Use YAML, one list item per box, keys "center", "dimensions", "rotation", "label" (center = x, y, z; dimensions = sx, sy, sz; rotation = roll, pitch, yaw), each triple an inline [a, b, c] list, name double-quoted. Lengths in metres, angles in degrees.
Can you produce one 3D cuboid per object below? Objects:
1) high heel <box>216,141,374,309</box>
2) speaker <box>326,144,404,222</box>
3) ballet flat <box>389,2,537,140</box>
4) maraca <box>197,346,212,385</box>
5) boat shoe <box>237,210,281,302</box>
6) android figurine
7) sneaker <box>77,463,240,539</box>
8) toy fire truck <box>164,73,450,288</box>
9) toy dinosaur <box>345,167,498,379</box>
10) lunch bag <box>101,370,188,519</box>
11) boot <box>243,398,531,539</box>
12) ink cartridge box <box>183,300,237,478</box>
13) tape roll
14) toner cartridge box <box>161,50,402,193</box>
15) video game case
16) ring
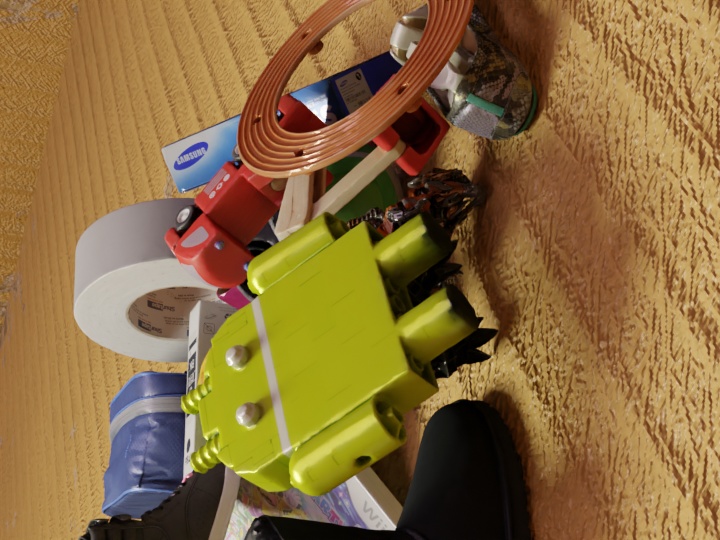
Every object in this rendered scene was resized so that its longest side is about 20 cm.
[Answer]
- center: [-0.052, -0.048, 1.149]
  dimensions: [0.067, 0.096, 0.200]
  rotation: [-127, 49, -62]
  label: "high heel"
- center: [0.000, 0.000, 1.013]
  dimensions: [0.088, 0.088, 0.200]
  rotation: [120, 150, -43]
  label: "speaker"
- center: [0.059, -0.152, 0.948]
  dimensions: [0.200, 0.072, 0.072]
  rotation: [-119, 43, -59]
  label: "ballet flat"
- center: [-0.060, 0.107, 1.105]
  dimensions: [0.200, 0.107, 0.137]
  rotation: [27, 94, 47]
  label: "maraca"
- center: [-0.083, -0.019, 1.106]
  dimensions: [0.073, 0.063, 0.200]
  rotation: [-55, 50, 14]
  label: "boat shoe"
- center: [-0.026, 0.050, 0.809]
  dimensions: [0.200, 0.041, 0.182]
  rotation: [-33, 45, 19]
  label: "android figurine"
- center: [-0.150, 0.186, 1.004]
  dimensions: [0.200, 0.099, 0.071]
  rotation: [-78, 10, -51]
  label: "sneaker"
- center: [-0.043, -0.059, 0.953]
  dimensions: [0.200, 0.049, 0.141]
  rotation: [-49, 34, 2]
  label: "toy fire truck"
- center: [0.014, 0.014, 0.904]
  dimensions: [0.136, 0.102, 0.200]
  rotation: [30, 87, 48]
  label: "toy dinosaur"
- center: [-0.170, 0.166, 1.311]
  dimensions: [0.200, 0.136, 0.133]
  rotation: [142, 134, -62]
  label: "lunch bag"
- center: [0.013, 0.154, 0.804]
  dimensions: [0.076, 0.168, 0.200]
  rotation: [121, 150, -44]
  label: "boot"
- center: [-0.104, 0.129, 1.207]
  dimensions: [0.039, 0.099, 0.200]
  rotation: [134, 141, -56]
  label: "ink cartridge box"
- center: [-0.165, 0.013, 1.269]
  dimensions: [0.200, 0.200, 0.066]
  rotation: [129, 143, -52]
  label: "tape roll"
- center: [-0.061, -0.119, 1.100]
  dimensions: [0.200, 0.095, 0.043]
  rotation: [-16, 100, 41]
  label: "toner cartridge box"
- center: [-0.044, 0.191, 1.037]
  dimensions: [0.143, 0.018, 0.200]
  rotation: [50, 138, 17]
  label: "video game case"
- center: [-0.003, -0.138, 0.925]
  dimensions: [0.200, 0.019, 0.201]
  rotation: [-28, 36, 23]
  label: "ring"
